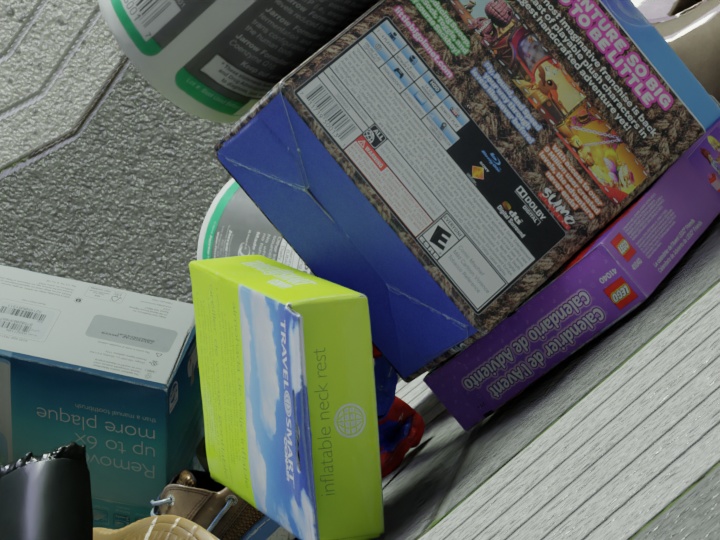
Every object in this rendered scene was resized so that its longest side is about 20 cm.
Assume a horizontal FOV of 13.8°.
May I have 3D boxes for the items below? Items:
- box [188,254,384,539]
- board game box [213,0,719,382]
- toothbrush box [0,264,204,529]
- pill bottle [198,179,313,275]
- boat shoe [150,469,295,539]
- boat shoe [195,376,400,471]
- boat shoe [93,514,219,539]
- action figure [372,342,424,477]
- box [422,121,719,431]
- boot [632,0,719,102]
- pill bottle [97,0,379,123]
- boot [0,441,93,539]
[{"bbox_3d":[-0.036,0.063,1.484,0.048,0.122,0.200,-8,9,-17],"label":"box"},{"bbox_3d":[0.056,-0.072,1.519,0.200,0.160,0.097,-40,2,-29],"label":"board game box"},{"bbox_3d":[-0.174,0.108,1.826,0.085,0.146,0.200,-66,-15,-48],"label":"toothbrush box"},{"bbox_3d":[0.000,0.000,1.771,0.113,0.113,0.200,-41,29,-24],"label":"pill bottle"},{"bbox_3d":[-0.086,0.149,1.744,0.200,0.072,0.072,-41,2,3],"label":"boat shoe"},{"bbox_3d":[-0.019,0.084,1.861,0.200,0.069,0.075,-41,23,-29],"label":"boat shoe"},{"bbox_3d":[-0.115,0.182,1.655,0.200,0.069,0.071,-2,53,54],"label":"boat shoe"},{"bbox_3d":[-0.012,0.083,1.617,0.099,0.065,0.200,-54,-18,-15],"label":"action figure"},{"bbox_3d":[0.127,-0.003,1.564,0.137,0.039,0.200,-40,2,35],"label":"box"},{"bbox_3d":[0.195,-0.101,1.664,0.200,0.070,0.146,25,88,46],"label":"boot"},{"bbox_3d":[-0.031,-0.175,1.515,0.200,0.113,0.113,-39,2,25],"label":"pill bottle"},{"bbox_3d":[-0.157,0.166,1.576,0.198,0.073,0.163,-44,39,42],"label":"boot"}]
